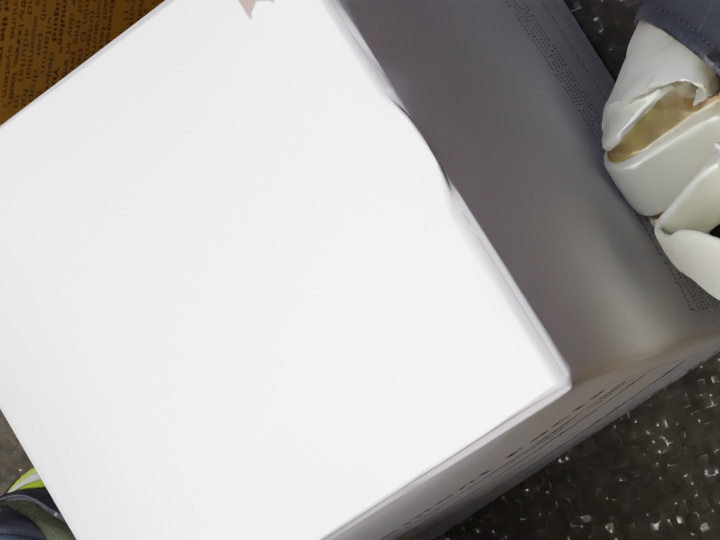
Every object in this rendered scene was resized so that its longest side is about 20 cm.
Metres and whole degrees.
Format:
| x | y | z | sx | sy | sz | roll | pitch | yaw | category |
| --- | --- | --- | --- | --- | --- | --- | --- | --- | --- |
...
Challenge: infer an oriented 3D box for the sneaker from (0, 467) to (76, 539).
| x | y | z | sx | sy | sz | roll | pitch | yaw | category |
| --- | --- | --- | --- | --- | --- | --- | --- | --- | --- |
| -0.052 | 0.143 | 0.817 | 0.074 | 0.081 | 0.200 | -41 | 80 | 17 | sneaker |

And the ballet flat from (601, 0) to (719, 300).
| x | y | z | sx | sy | sz | roll | pitch | yaw | category |
| --- | --- | --- | --- | --- | --- | --- | --- | --- | --- |
| 0.094 | -0.032 | 0.703 | 0.073 | 0.200 | 0.073 | -6 | 116 | -12 | ballet flat |

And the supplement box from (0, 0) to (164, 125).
| x | y | z | sx | sy | sz | roll | pitch | yaw | category |
| --- | --- | --- | --- | --- | --- | --- | --- | --- | --- |
| -0.108 | -0.070 | 0.762 | 0.066 | 0.200 | 0.069 | 8 | 98 | 19 | supplement box |

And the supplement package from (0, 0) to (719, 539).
| x | y | z | sx | sy | sz | roll | pitch | yaw | category |
| --- | --- | --- | --- | --- | --- | --- | --- | --- | --- |
| 0.000 | 0.000 | 0.728 | 0.120 | 0.200 | 0.122 | -34 | 81 | 17 | supplement package |
